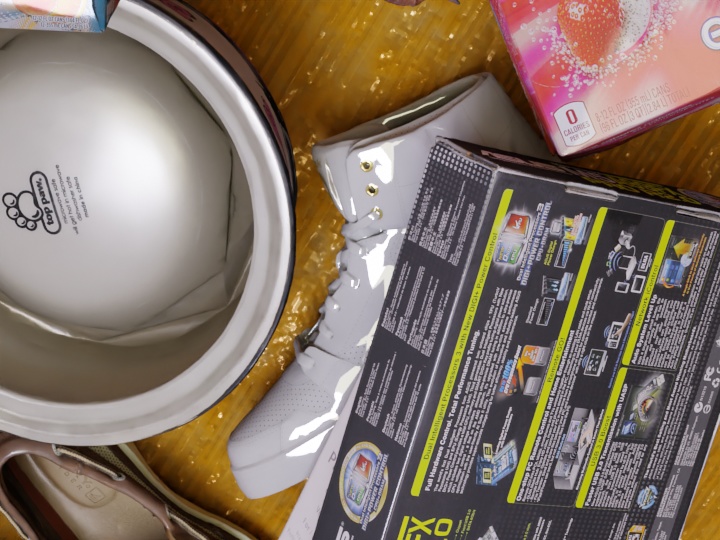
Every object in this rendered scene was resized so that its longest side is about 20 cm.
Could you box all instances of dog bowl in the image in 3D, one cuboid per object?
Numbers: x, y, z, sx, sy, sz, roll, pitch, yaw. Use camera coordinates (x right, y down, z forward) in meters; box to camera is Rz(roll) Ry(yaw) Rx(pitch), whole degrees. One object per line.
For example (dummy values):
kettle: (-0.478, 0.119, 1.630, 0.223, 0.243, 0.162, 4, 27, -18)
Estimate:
dog bowl: (-0.116, -0.033, 0.806, 0.199, 0.074, 0.201, 4, 113, 10)

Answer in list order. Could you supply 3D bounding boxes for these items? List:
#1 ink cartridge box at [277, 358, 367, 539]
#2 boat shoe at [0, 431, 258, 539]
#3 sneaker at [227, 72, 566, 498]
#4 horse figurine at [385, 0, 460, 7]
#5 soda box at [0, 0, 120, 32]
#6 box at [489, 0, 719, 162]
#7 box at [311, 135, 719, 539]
ink cartridge box: (0.063, 0.076, 0.830, 0.160, 0.050, 0.201, 7, 123, -35)
boat shoe: (-0.096, 0.138, 0.882, 0.075, 0.075, 0.202, -43, 105, 13)
sneaker: (0.000, 0.000, 0.842, 0.200, 0.074, 0.116, -38, 104, 2)
horse figurine: (-0.026, -0.166, 0.746, 0.050, 0.199, 0.133, 22, 112, 34)
soda box: (-0.115, -0.140, 0.716, 0.068, 0.200, 0.064, 2, 110, -2)
box: (0.151, -0.125, 0.772, 0.199, 0.095, 0.100, -22, 88, 7)
box: (0.073, 0.058, 0.786, 0.160, 0.044, 0.201, 8, 104, -35)
